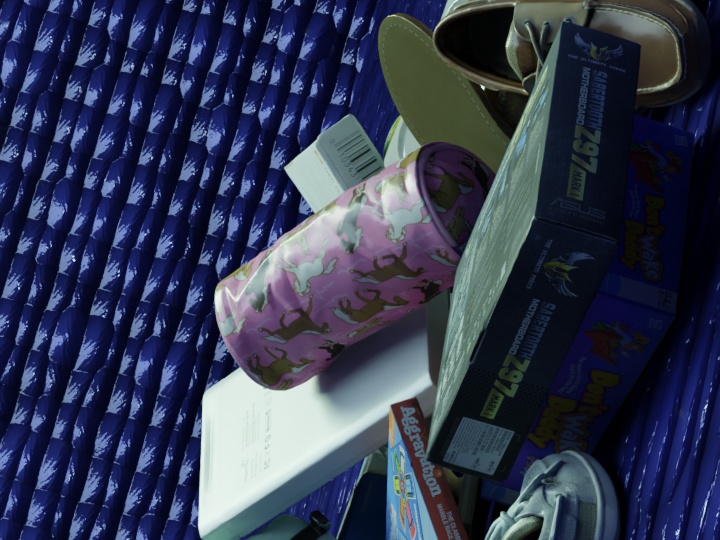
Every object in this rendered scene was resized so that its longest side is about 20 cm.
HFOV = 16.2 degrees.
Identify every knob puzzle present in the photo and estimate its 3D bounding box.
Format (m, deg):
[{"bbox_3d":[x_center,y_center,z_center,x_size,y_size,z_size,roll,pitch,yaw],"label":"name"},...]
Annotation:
[{"bbox_3d":[0.068,0.103,1.566,0.220,0.030,0.220,8,-90,-83],"label":"knob puzzle"}]

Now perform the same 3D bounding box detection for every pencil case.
[{"bbox_3d":[0.000,0.000,1.550,0.200,0.083,0.087,-31,69,35],"label":"pencil case"}]

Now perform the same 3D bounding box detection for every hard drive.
[{"bbox_3d":[-0.024,0.079,1.616,0.200,0.027,0.132,-35,34,27],"label":"hard drive"}]

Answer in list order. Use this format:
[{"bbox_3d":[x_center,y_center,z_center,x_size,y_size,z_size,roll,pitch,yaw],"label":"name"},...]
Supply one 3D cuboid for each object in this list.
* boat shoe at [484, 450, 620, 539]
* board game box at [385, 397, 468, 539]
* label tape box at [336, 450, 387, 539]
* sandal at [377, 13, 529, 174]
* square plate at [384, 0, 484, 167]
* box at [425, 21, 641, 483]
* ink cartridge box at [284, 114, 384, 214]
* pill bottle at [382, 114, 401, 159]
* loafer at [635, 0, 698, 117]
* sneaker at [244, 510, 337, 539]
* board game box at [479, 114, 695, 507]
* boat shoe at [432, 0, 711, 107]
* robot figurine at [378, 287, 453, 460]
[{"bbox_3d":[0.089,0.156,1.277,0.202,0.065,0.075,-81,10,-55],"label":"boat shoe"},{"bbox_3d":[0.039,0.164,1.505,0.200,0.019,0.103,90,161,-62],"label":"board game box"},{"bbox_3d":[0.011,0.203,1.781,0.200,0.063,0.145,-63,-9,-80],"label":"label tape box"},{"bbox_3d":[0.097,-0.082,1.557,0.070,0.212,0.078,-24,-27,-32],"label":"sandal"},{"bbox_3d":[0.088,-0.086,1.648,0.198,0.028,0.200,52,133,37],"label":"square plate"},{"bbox_3d":[0.092,-0.008,1.356,0.158,0.051,0.200,-79,8,-46],"label":"box"},{"bbox_3d":[0.020,-0.016,1.905,0.043,0.198,0.200,-34,2,-9],"label":"ink cartridge box"},{"bbox_3d":[0.081,-0.082,1.827,0.200,0.111,0.111,176,111,-84],"label":"pill bottle"},{"bbox_3d":[0.166,-0.174,1.488,0.073,0.072,0.200,-90,18,-69],"label":"loafer"},{"bbox_3d":[-0.007,0.235,1.589,0.118,0.200,0.074,-39,-13,-39],"label":"sneaker"},{"bbox_3d":[0.125,0.028,1.414,0.200,0.045,0.135,114,171,-50],"label":"board game box"},{"bbox_3d":[0.118,-0.126,1.453,0.200,0.072,0.076,9,112,53],"label":"boat shoe"},{"bbox_3d":[0.024,0.045,1.721,0.125,0.150,0.200,-44,37,0],"label":"robot figurine"}]
